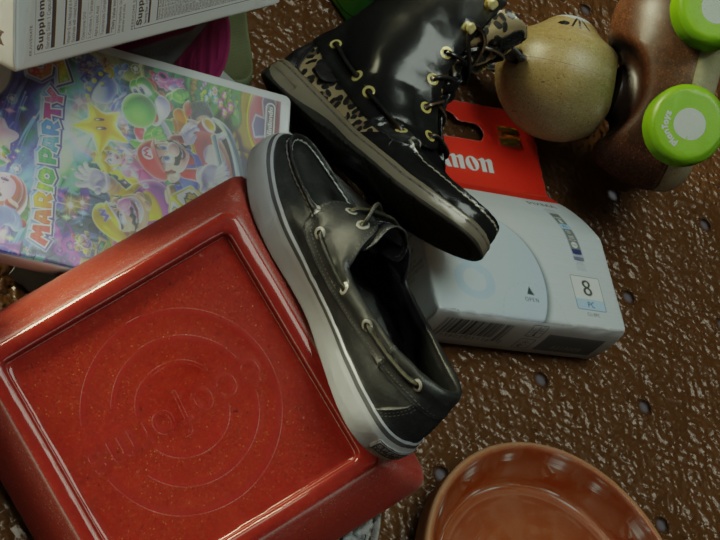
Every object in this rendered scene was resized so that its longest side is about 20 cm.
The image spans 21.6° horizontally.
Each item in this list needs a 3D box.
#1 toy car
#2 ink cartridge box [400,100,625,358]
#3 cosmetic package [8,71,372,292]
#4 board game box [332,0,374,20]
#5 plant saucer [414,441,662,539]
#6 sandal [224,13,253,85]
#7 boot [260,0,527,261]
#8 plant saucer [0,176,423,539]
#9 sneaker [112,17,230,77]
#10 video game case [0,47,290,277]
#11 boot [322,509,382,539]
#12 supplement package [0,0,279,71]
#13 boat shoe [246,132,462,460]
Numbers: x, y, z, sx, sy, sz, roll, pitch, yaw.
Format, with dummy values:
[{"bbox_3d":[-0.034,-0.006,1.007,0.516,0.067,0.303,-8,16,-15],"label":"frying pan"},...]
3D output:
[{"bbox_3d":[0.154,-0.152,1.334,0.198,0.164,0.159,14,87,-3],"label":"toy car"},{"bbox_3d":[0.086,-0.043,1.283,0.159,0.047,0.202,7,59,-33],"label":"ink cartridge box"},{"bbox_3d":[-0.093,-0.015,1.134,0.151,0.052,0.200,40,46,-3],"label":"cosmetic package"},{"bbox_3d":[-0.005,-0.259,1.362,0.101,0.048,0.201,-27,78,-44],"label":"board game box"},{"bbox_3d":[0.116,0.202,1.150,0.199,0.032,0.202,19,51,-25],"label":"plant saucer"},{"bbox_3d":[-0.104,-0.208,1.249,0.079,0.057,0.202,-2,62,-36],"label":"sandal"},{"bbox_3d":[0.049,-0.112,1.210,0.150,0.073,0.200,-43,58,-11],"label":"boot"},{"bbox_3d":[-0.095,0.076,1.001,0.199,0.037,0.201,-30,84,-10],"label":"plant saucer"},{"bbox_3d":[-0.184,-0.140,1.139,0.198,0.082,0.088,-6,29,-24],"label":"sneaker"},{"bbox_3d":[-0.135,-0.058,1.072,0.198,0.018,0.144,13,64,-24],"label":"video game case"},{"bbox_3d":[-0.025,0.135,1.066,0.074,0.097,0.201,22,80,-1],"label":"boot"},{"bbox_3d":[-0.159,-0.223,1.051,0.151,0.152,0.199,27,34,34],"label":"supplement package"},{"bbox_3d":[0.000,0.000,1.003,0.070,0.066,0.201,18,43,-48],"label":"boat shoe"}]
